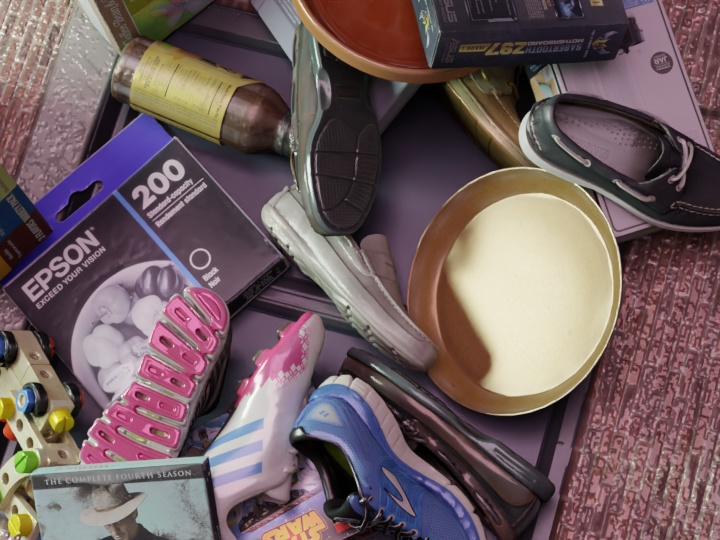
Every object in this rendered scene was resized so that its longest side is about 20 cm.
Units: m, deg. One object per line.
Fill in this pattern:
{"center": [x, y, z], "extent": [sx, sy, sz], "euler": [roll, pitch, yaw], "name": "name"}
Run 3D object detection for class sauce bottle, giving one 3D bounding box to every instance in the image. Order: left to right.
{"center": [-0.112, -0.137, 1.758], "extent": [0.199, 0.065, 0.065], "euler": [24, 76, 11], "name": "sauce bottle"}

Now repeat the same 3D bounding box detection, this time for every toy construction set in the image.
{"center": [-0.287, 0.126, 1.678], "extent": [0.200, 0.092, 0.132], "euler": [44, 121, 23], "name": "toy construction set"}

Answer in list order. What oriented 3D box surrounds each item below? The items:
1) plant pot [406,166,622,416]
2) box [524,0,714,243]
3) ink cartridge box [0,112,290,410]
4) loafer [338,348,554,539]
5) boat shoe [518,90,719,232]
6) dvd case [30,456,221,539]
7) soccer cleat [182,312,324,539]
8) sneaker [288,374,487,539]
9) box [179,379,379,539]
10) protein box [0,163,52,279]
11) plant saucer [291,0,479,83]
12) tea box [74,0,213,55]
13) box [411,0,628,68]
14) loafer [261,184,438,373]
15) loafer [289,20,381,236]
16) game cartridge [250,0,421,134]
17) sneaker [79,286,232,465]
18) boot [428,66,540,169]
{"center": [0.127, 0.018, 1.663], "extent": [0.199, 0.027, 0.202], "euler": [-7, 78, 34], "name": "plant pot"}
{"center": [0.212, -0.128, 1.685], "extent": [0.116, 0.060, 0.202], "euler": [-15, 84, -17], "name": "box"}
{"center": [-0.196, -0.013, 1.737], "extent": [0.198, 0.043, 0.200], "euler": [-41, 72, -7], "name": "ink cartridge box"}
{"center": [0.058, 0.138, 1.642], "extent": [0.199, 0.072, 0.063], "euler": [34, 85, 13], "name": "loafer"}
{"center": [0.223, -0.084, 1.615], "extent": [0.198, 0.060, 0.076], "euler": [15, 73, -13], "name": "boat shoe"}
{"center": [-0.172, 0.246, 1.603], "extent": [0.145, 0.022, 0.202], "euler": [-4, 101, 14], "name": "dvd case"}
{"center": [-0.073, 0.131, 1.629], "extent": [0.086, 0.070, 0.201], "euler": [35, 83, 6], "name": "soccer cleat"}
{"center": [0.016, 0.182, 1.600], "extent": [0.200, 0.079, 0.089], "euler": [48, 52, 1], "name": "sneaker"}
{"center": [-0.101, 0.189, 1.663], "extent": [0.199, 0.040, 0.138], "euler": [-24, 70, -2], "name": "box"}
{"center": [-0.405, -0.055, 1.707], "extent": [0.198, 0.135, 0.200], "euler": [-43, 64, -8], "name": "protein box"}
{"center": [0.037, -0.236, 1.672], "extent": [0.199, 0.032, 0.202], "euler": [5, 62, -10], "name": "plant saucer"}
{"center": [-0.178, -0.313, 1.747], "extent": [0.196, 0.200, 0.134], "euler": [-37, 72, -5], "name": "tea box"}
{"center": [0.112, -0.254, 1.642], "extent": [0.156, 0.051, 0.201], "euler": [-5, 59, -13], "name": "box"}
{"center": [0.000, 0.000, 1.696], "extent": [0.070, 0.070, 0.200], "euler": [-40, 71, -8], "name": "loafer"}
{"center": [-0.026, -0.121, 1.699], "extent": [0.071, 0.063, 0.202], "euler": [9, 74, -31], "name": "loafer"}
{"center": [-0.015, -0.219, 1.746], "extent": [0.040, 0.133, 0.201], "euler": [-16, 65, -44], "name": "game cartridge"}
{"center": [-0.156, 0.111, 1.646], "extent": [0.073, 0.087, 0.201], "euler": [25, 85, 13], "name": "sneaker"}
{"center": [0.135, -0.185, 1.744], "extent": [0.155, 0.073, 0.200], "euler": [-34, 69, -7], "name": "boot"}
